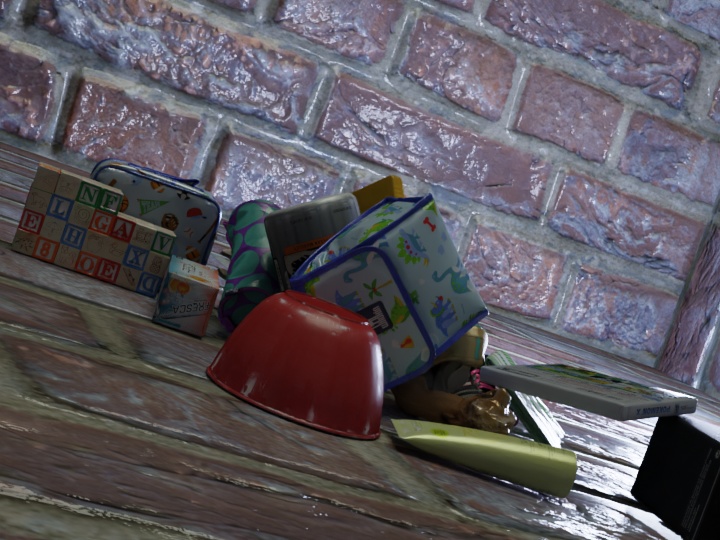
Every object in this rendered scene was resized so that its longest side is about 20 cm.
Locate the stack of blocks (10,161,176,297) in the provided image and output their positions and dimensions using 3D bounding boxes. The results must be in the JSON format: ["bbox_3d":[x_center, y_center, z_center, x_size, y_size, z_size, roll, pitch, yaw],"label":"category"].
[{"bbox_3d":[-0.346,-0.054,1.681,0.198,0.117,0.059,20,4,-15],"label":"stack of blocks"}]

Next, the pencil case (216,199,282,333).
[{"bbox_3d":[-0.140,-0.004,1.657,0.091,0.086,0.201,-12,37,9],"label":"pencil case"}]

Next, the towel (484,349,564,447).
[{"bbox_3d":[0.213,0.172,1.660,0.154,0.023,0.200,57,10,6],"label":"towel"}]

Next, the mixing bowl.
[{"bbox_3d":[-0.053,0.088,1.340,0.198,0.110,0.200,19,4,-1],"label":"mixing bowl"}]

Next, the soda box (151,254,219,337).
[{"bbox_3d":[-0.217,0.029,1.596,0.068,0.064,0.200,19,3,-8],"label":"soda box"}]

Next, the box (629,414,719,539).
[{"bbox_3d":[0.446,0.261,1.466,0.198,0.125,0.198,20,3,-10],"label":"box"}]

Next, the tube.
[{"bbox_3d":[0.129,0.191,1.344,0.197,0.052,0.058,15,-36,-6],"label":"tube"}]

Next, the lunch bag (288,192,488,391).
[{"bbox_3d":[0.027,0.031,1.476,0.127,0.199,0.172,-1,-60,59],"label":"lunch bag"}]

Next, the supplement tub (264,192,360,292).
[{"bbox_3d":[-0.040,0.014,1.576,0.121,0.203,0.123,-15,2,0],"label":"supplement tub"}]

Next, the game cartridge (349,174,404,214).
[{"bbox_3d":[0.000,0.000,1.660,0.175,0.203,0.032,-22,-20,34],"label":"game cartridge"}]

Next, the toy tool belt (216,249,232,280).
[{"bbox_3d":[-0.141,0.001,1.787,0.122,0.125,0.201,9,38,-38],"label":"toy tool belt"}]

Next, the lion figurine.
[{"bbox_3d":[0.100,0.162,1.523,0.197,0.074,0.122,7,5,27],"label":"lion figurine"}]

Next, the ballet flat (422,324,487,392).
[{"bbox_3d":[0.103,0.133,1.641,0.068,0.064,0.200,9,-29,-16],"label":"ballet flat"}]

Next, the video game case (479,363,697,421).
[{"bbox_3d":[0.271,0.142,1.517,0.198,0.022,0.181,12,6,41],"label":"video game case"}]

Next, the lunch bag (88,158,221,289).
[{"bbox_3d":[-0.292,-0.064,1.764,0.198,0.162,0.076,18,5,-16],"label":"lunch bag"}]

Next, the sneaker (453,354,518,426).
[{"bbox_3d":[0.149,0.145,1.723,0.073,0.088,0.199,18,7,-35],"label":"sneaker"}]
